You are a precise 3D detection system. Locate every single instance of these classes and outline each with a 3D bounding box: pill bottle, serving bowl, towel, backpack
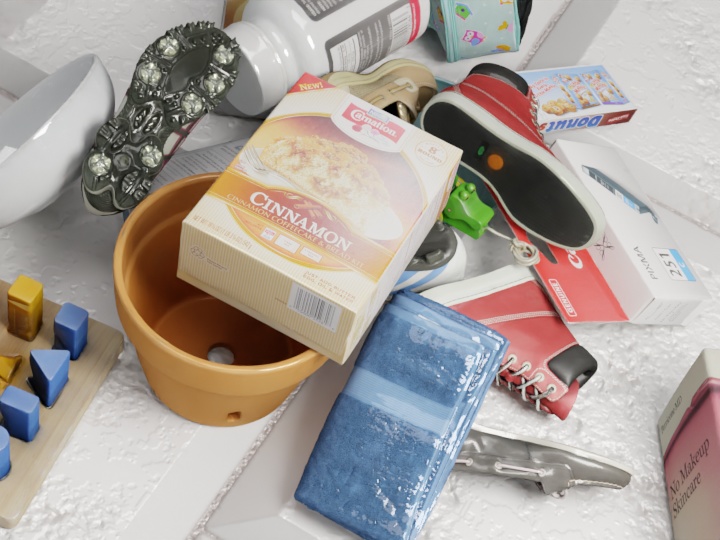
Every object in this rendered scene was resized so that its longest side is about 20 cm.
[{"bbox_3d":[-0.040,-0.225,1.338,0.200,0.111,0.111,-34,67,-28],"label":"pill bottle"},{"bbox_3d":[-0.287,-0.101,1.263,0.066,0.199,0.201,48,48,-23],"label":"serving bowl"},{"bbox_3d":[0.032,0.123,1.176,0.111,0.049,0.201,25,82,8],"label":"towel"},{"bbox_3d":[0.109,-0.321,1.508,0.152,0.176,0.201,-10,54,0],"label":"backpack"}]

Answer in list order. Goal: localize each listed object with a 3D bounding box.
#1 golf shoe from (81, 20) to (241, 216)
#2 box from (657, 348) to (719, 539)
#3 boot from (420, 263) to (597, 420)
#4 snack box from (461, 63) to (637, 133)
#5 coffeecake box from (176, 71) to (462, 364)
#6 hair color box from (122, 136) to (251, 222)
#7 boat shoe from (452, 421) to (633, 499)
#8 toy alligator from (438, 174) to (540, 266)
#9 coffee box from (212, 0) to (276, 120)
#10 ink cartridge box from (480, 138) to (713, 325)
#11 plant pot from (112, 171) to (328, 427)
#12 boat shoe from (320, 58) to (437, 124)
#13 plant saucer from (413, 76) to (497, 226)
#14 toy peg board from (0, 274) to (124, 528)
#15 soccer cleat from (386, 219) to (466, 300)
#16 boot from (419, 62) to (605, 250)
[{"bbox_3d":[-0.179,-0.132,1.234,0.077,0.088,0.200,38,66,-8],"label":"golf shoe"},{"bbox_3d":[0.330,0.184,1.203,0.108,0.128,0.201,6,52,-8],"label":"box"},{"bbox_3d":[0.110,0.083,1.259,0.199,0.073,0.145,-19,61,-29],"label":"boot"},{"bbox_3d":[0.195,-0.176,1.483,0.199,0.024,0.072,-11,55,-36],"label":"snack box"},{"bbox_3d":[-0.030,-0.047,1.153,0.153,0.073,0.200,27,51,9],"label":"coffeecake box"},{"bbox_3d":[-0.112,-0.077,1.315,0.199,0.061,0.099,-16,26,-23],"label":"hair color box"},{"bbox_3d":[0.129,0.166,1.220,0.199,0.067,0.057,15,81,3],"label":"boat shoe"},{"bbox_3d":[0.080,-0.068,1.316,0.199,0.054,0.059,26,46,22],"label":"toy alligator"},{"bbox_3d":[-0.086,-0.251,1.465,0.114,0.080,0.201,9,53,-8],"label":"coffee box"},{"bbox_3d":[0.221,-0.038,1.363,0.175,0.045,0.201,2,49,-41],"label":"ink cartridge box"},{"bbox_3d":[-0.111,0.037,1.205,0.199,0.140,0.201,6,53,-9],"label":"plant pot"},{"bbox_3d":[0.020,-0.150,1.351,0.065,0.071,0.200,46,33,17],"label":"boat shoe"},{"bbox_3d":[0.056,-0.113,1.423,0.199,0.036,0.201,6,53,-8],"label":"plant saucer"},{"bbox_3d":[-0.321,0.069,1.160,0.198,0.098,0.201,22,52,5],"label":"toy peg board"},{"bbox_3d":[0.000,0.000,1.312,0.199,0.086,0.070,-2,58,15],"label":"soccer cleat"},{"bbox_3d":[0.165,-0.114,1.345,0.200,0.073,0.144,42,37,6],"label":"boot"}]
